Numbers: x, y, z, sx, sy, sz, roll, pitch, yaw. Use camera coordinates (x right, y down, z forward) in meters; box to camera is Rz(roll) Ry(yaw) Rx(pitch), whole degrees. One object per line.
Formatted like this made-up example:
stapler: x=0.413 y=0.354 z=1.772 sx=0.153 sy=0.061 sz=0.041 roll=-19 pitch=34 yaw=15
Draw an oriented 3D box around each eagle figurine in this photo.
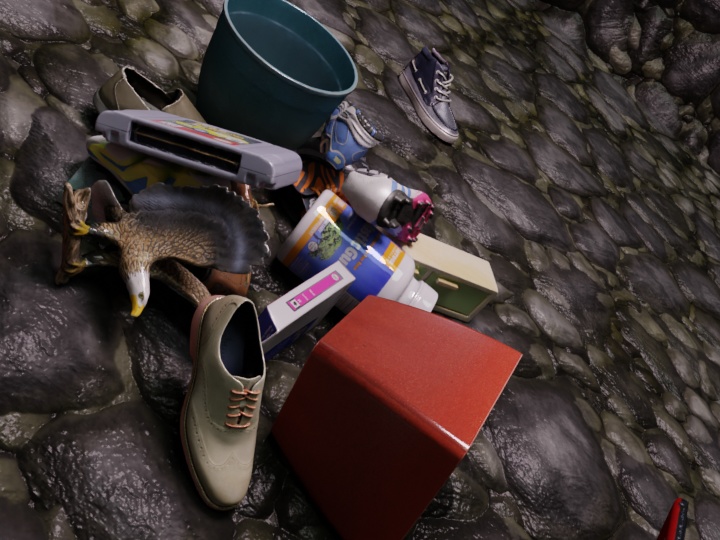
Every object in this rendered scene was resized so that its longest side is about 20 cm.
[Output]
eagle figurine: x=-0.205 y=-0.013 z=0.826 sx=0.197 sy=0.151 sz=0.154 roll=7 pitch=85 yaw=-19

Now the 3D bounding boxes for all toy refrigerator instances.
toy refrigerator: x=0.098 y=0.005 z=1.162 sx=0.198 sy=0.076 sz=0.071 roll=21 pitch=39 yaw=-29

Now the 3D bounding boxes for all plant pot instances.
plant pot: x=-0.135 y=-0.237 z=1.092 sx=0.198 sy=0.188 sz=0.202 roll=26 pitch=36 yaw=-21
plant pot: x=0.025 y=0.147 z=0.845 sx=0.175 sy=0.201 sz=0.200 roll=35 pitch=33 yaw=10

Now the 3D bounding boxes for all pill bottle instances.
pill bottle: x=0.000 y=0.000 z=1.037 sx=0.199 sy=0.112 sz=0.112 roll=38 pitch=34 yaw=-5

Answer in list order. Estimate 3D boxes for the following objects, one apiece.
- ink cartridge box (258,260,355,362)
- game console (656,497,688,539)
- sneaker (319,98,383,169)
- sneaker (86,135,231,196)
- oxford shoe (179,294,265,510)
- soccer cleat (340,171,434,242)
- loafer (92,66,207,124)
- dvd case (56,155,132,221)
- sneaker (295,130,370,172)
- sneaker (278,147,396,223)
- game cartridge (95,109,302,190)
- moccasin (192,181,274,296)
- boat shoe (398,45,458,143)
ink cartridge box: x=-0.085 y=0.060 z=0.900 sx=0.037 sy=0.095 sz=0.200 roll=44 pitch=34 yaw=5
game console: x=0.406 y=0.417 z=0.990 sx=0.117 sy=0.175 sz=0.200 roll=21 pitch=29 yaw=18
sneaker: x=-0.028 y=-0.192 z=1.124 sx=0.076 sy=0.077 sz=0.200 roll=44 pitch=6 yaw=-15
sneaker: x=-0.235 y=-0.083 z=0.899 sx=0.198 sy=0.107 sz=0.075 roll=23 pitch=21 yaw=28
oxford shoe: x=-0.124 y=0.122 z=0.751 sx=0.070 sy=0.073 sz=0.204 roll=-1 pitch=84 yaw=-34
soccer cleat: x=0.037 y=-0.089 z=1.041 sx=0.086 sy=0.070 sz=0.200 roll=35 pitch=6 yaw=18
loafer: x=-0.232 y=-0.182 z=1.003 sx=0.198 sy=0.070 sz=0.076 roll=29 pitch=35 yaw=-19
dvd case: x=-0.258 y=-0.104 z=0.973 sx=0.145 sy=0.022 sz=0.201 roll=33 pitch=36 yaw=-14
sneaker: x=0.001 y=-0.144 z=1.226 sx=0.199 sy=0.076 sz=0.114 roll=39 pitch=37 yaw=0
sneaker: x=-0.035 y=-0.096 z=1.126 sx=0.197 sy=0.078 sz=0.112 roll=20 pitch=39 yaw=14
game cartridge: x=-0.167 y=-0.134 z=0.873 sx=0.197 sy=0.041 sz=0.133 roll=18 pitch=9 yaw=7
moccasin: x=-0.151 y=-0.065 z=0.962 sx=0.077 sy=0.073 sz=0.204 roll=20 pitch=54 yaw=-38
boat shoe: x=0.151 y=-0.352 z=1.589 sx=0.074 sy=0.093 sz=0.201 roll=-3 pitch=54 yaw=-46
